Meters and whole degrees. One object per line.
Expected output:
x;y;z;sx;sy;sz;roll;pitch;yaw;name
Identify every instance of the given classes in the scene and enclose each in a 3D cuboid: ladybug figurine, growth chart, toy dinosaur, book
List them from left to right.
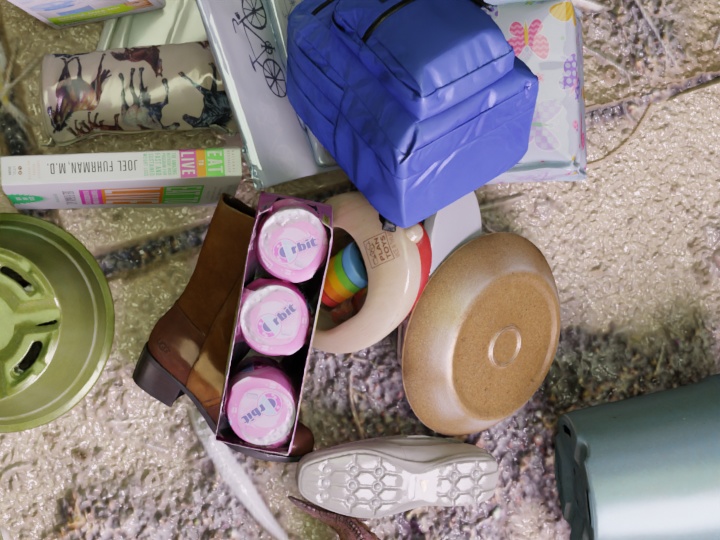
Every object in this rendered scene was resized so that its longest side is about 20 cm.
-0.210;-0.084;1.066;0.198;0.134;0.049;-3;87;-11;book
-0.154;-0.201;1.141;0.199;0.018;0.146;24;84;-10;growth chart
0.000;0.000;1.088;0.071;0.199;0.137;-12;80;-39;ladybug figurine
0.007;0.287;1.095;0.085;0.135;0.202;-24;92;-11;toy dinosaur

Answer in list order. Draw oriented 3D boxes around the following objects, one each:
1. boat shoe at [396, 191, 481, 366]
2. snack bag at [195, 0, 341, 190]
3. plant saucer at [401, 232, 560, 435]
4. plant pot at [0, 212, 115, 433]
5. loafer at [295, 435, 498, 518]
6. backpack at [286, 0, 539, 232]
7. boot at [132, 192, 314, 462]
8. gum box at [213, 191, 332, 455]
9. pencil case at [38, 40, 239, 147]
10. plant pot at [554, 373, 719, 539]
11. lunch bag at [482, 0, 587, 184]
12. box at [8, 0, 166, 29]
0.066;0.009;1.128;0.072;0.065;0.202;-21;120;-40;boat shoe
-0.063;-0.177;1.092;0.199;0.021;0.190;-20;93;-56;snack bag
0.125;0.066;1.125;0.199;0.035;0.202;-15;115;-35;plant saucer
-0.307;0.045;1.015;0.198;0.190;0.202;0;88;-12;plant pot
0.031;0.189;1.131;0.198;0.070;0.071;5;101;-20;loafer
0.036;-0.172;1.008;0.162;0.169;0.200;-26;56;-24;backpack
-0.086;0.056;1.093;0.187;0.068;0.201;32;105;4;boot
-0.070;0.034;1.000;0.065;0.114;0.202;11;101;-5;gum box
-0.192;-0.157;1.086;0.198;0.078;0.090;-6;80;-10;pencil case
0.294;0.196;1.136;0.194;0.200;0.202;-6;89;-4;plant pot
0.110;-0.166;1.137;0.198;0.127;0.172;-3;88;15;lunch bag
-0.247;-0.282;1.022;0.111;0.200;0.102;-10;90;3;box
